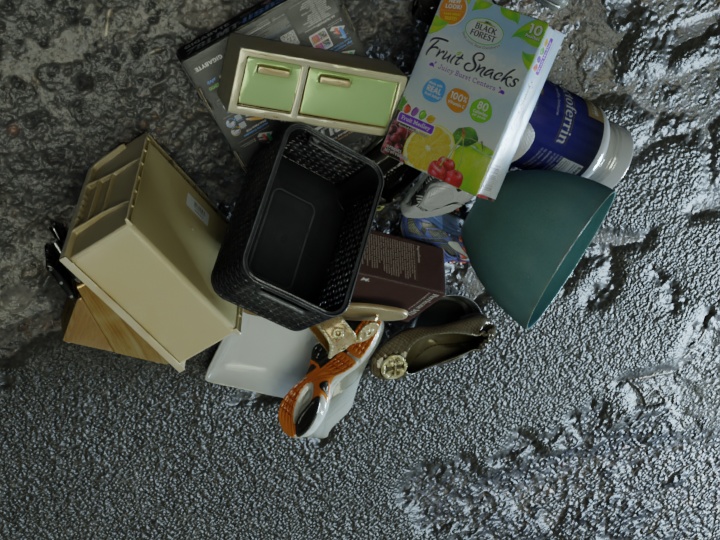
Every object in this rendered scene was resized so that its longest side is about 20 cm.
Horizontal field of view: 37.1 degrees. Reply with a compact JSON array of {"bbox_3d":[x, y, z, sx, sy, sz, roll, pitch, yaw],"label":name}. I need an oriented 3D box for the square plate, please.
[{"bbox_3d":[-0.087,0.082,1.447,0.198,0.028,0.200,16,111,-26],"label":"square plate"}]

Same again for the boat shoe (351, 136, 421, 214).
[{"bbox_3d":[0.016,-0.110,1.359,0.201,0.061,0.072,-46,121,9],"label":"boat shoe"}]

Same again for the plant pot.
[{"bbox_3d":[0.205,-0.047,1.330,0.135,0.200,0.200,34,107,14],"label":"plant pot"}]

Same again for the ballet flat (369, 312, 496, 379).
[{"bbox_3d":[0.103,0.106,1.457,0.200,0.046,0.068,-15,127,-28],"label":"ballet flat"}]

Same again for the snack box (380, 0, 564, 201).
[{"bbox_3d":[0.123,-0.197,1.206,0.053,0.142,0.200,7,108,-58],"label":"snack box"}]

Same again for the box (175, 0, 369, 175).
[{"bbox_3d":[-0.084,-0.219,1.275,0.200,0.050,0.199,-31,123,-1],"label":"box"}]

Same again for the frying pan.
[{"bbox_3d":[0.088,0.105,1.513,0.190,0.031,0.115,-39,124,4],"label":"frying pan"}]

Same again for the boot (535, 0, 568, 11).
[{"bbox_3d":[0.163,-0.406,1.235,0.200,0.072,0.182,5,79,-36],"label":"boot"}]

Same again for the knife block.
[{"bbox_3d":[-0.295,0.011,1.319,0.200,0.064,0.176,17,111,-25],"label":"knife block"}]

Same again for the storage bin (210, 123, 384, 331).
[{"bbox_3d":[-0.070,-0.047,1.223,0.135,0.094,0.200,26,64,-22],"label":"storage bin"}]

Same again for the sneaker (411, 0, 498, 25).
[{"bbox_3d":[0.109,-0.318,1.283,0.087,0.076,0.200,-37,115,14],"label":"sneaker"}]

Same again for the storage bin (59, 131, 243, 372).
[{"bbox_3d":[-0.229,-0.028,1.246,0.094,0.199,0.200,-29,124,19],"label":"storage bin"}]

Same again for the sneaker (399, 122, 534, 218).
[{"bbox_3d":[0.113,-0.152,1.295,0.075,0.115,0.200,6,145,-46],"label":"sneaker"}]

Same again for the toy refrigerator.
[{"bbox_3d":[-0.054,-0.209,1.223,0.199,0.070,0.076,6,115,-22],"label":"toy refrigerator"}]

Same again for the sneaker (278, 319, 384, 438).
[{"bbox_3d":[-0.029,0.141,1.451,0.200,0.076,0.092,-54,149,3],"label":"sneaker"}]

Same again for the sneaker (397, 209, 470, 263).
[{"bbox_3d":[0.132,-0.041,1.438,0.200,0.075,0.078,29,116,-22],"label":"sneaker"}]

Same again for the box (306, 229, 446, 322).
[{"bbox_3d":[0.000,0.000,1.371,0.199,0.075,0.100,12,150,-26],"label":"box"}]

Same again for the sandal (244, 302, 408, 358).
[{"bbox_3d":[-0.047,0.077,1.369,0.211,0.078,0.070,6,74,-3],"label":"sandal"}]

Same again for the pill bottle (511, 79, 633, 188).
[{"bbox_3d":[0.244,-0.175,1.368,0.200,0.116,0.116,19,110,-27],"label":"pill bottle"}]
